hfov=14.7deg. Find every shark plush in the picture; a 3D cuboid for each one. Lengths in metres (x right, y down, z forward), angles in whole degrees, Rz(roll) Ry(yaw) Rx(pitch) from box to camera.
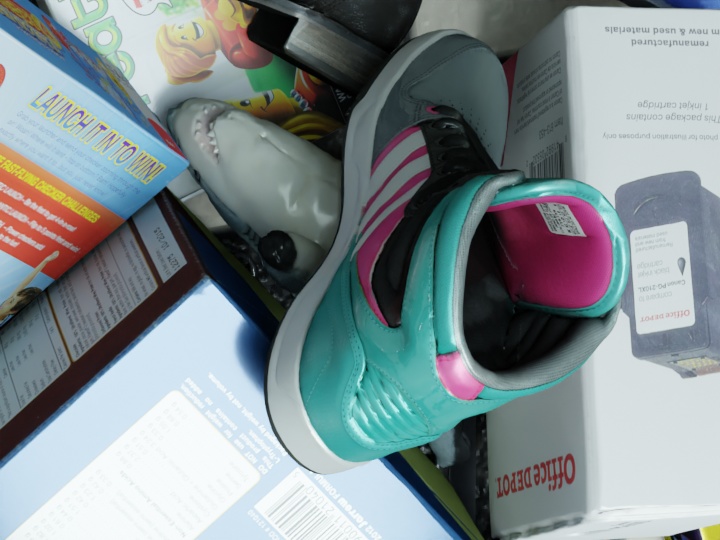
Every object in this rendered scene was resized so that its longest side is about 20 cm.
[{"bbox_3d":[0.000,0.000,1.159,0.200,0.083,0.091,44,62,-39],"label":"shark plush"}]

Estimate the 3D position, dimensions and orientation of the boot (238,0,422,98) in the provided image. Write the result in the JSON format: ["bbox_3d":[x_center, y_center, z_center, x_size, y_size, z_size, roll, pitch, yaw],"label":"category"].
[{"bbox_3d":[-0.018,-0.179,1.106,0.200,0.069,0.174,31,89,-32],"label":"boot"}]

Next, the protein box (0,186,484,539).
[{"bbox_3d":[-0.082,0.113,1.125,0.200,0.135,0.199,-42,112,3],"label":"protein box"}]

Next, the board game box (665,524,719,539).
[{"bbox_3d":[0.224,0.113,1.272,0.165,0.057,0.200,-21,107,-11],"label":"board game box"}]

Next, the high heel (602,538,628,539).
[{"bbox_3d":[0.040,0.162,1.221,0.142,0.071,0.200,3,109,-24],"label":"high heel"}]

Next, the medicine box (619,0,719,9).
[{"bbox_3d":[0.201,-0.181,1.187,0.182,0.103,0.200,25,93,-20],"label":"medicine box"}]

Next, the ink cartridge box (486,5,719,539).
[{"bbox_3d":[0.106,0.007,1.134,0.084,0.145,0.200,0,81,-12],"label":"ink cartridge box"}]

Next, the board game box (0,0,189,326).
[{"bbox_3d":[-0.186,-0.022,1.040,0.196,0.200,0.056,-40,69,5],"label":"board game box"}]

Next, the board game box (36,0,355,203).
[{"bbox_3d":[-0.075,-0.136,1.146,0.126,0.035,0.200,-26,108,-10],"label":"board game box"}]

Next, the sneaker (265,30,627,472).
[{"bbox_3d":[0.045,-0.021,1.030,0.084,0.121,0.200,44,48,-32],"label":"sneaker"}]

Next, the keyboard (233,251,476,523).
[{"bbox_3d":[-0.008,0.050,1.214,0.127,0.021,0.200,-5,102,-16],"label":"keyboard"}]
